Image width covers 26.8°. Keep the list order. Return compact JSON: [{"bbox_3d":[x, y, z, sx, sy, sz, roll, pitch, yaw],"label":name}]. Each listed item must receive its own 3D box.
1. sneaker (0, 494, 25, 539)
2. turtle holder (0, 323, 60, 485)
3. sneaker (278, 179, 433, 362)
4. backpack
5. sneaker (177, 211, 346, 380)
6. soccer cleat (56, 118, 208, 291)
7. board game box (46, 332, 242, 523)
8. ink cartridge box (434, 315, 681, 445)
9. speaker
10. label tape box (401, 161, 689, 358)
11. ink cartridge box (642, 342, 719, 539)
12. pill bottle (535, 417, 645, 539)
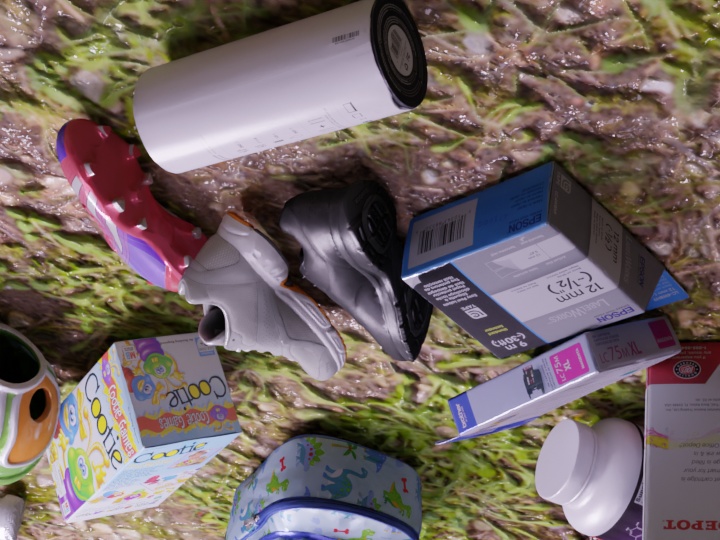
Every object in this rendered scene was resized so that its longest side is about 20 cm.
[{"bbox_3d":[-0.458,0.303,1.743,0.114,0.076,0.200,17,148,-15],"label":"sneaker"},{"bbox_3d":[-0.360,0.104,1.415,0.140,0.186,0.132,-8,145,-41],"label":"turtle holder"},{"bbox_3d":[0.000,0.000,1.231,0.090,0.076,0.201,1,138,28],"label":"sneaker"},{"bbox_3d":[-0.032,0.267,1.533,0.182,0.148,0.200,18,141,-16],"label":"backpack"},{"bbox_3d":[-0.087,0.040,1.257,0.076,0.092,0.200,37,167,46],"label":"sneaker"},{"bbox_3d":[-0.190,-0.045,1.209,0.076,0.067,0.200,-8,144,30],"label":"soccer cleat"},{"bbox_3d":[-0.210,0.148,1.417,0.104,0.104,0.200,-5,156,-35],"label":"board game box"},{"bbox_3d":[0.161,0.096,1.293,0.119,0.042,0.200,-8,161,-44],"label":"ink cartridge box"},{"bbox_3d":[-0.058,-0.126,1.048,0.199,0.082,0.081,-13,139,29],"label":"speaker"},{"bbox_3d":[0.150,0.012,1.205,0.143,0.066,0.200,-21,133,36],"label":"label tape box"},{"bbox_3d":[0.311,0.164,1.260,0.145,0.201,0.083,-1,144,15],"label":"ink cartridge box"},{"bbox_3d":[0.267,0.207,1.407,0.199,0.113,0.112,22,143,-16],"label":"pill bottle"}]
